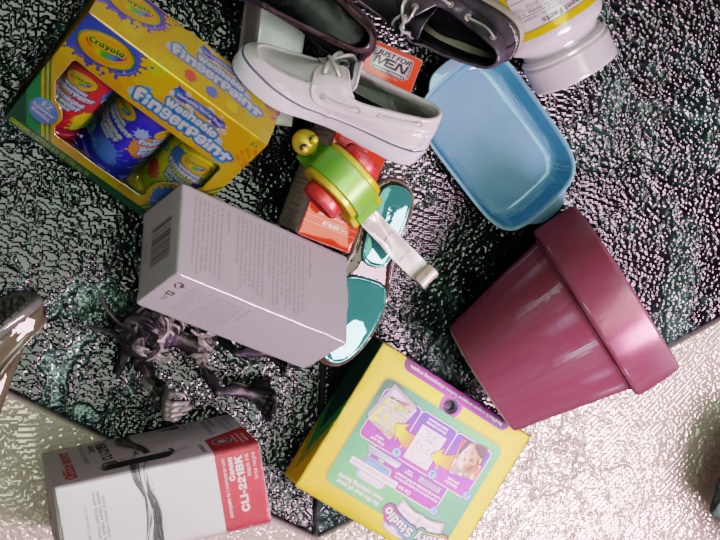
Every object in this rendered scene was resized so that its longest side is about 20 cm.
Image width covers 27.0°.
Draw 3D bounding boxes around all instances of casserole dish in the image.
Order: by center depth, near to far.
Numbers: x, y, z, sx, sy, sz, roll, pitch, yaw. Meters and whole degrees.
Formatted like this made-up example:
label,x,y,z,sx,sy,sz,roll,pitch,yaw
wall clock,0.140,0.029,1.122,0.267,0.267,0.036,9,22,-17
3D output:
label,x,y,z,sx,sy,sz,roll,pitch,yaw
casserole dish,0.138,-0.135,1.565,0.121,0.039,0.200,-41,107,-8

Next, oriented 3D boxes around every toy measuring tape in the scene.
label,x,y,z,sx,sy,sz,roll,pitch,yaw
toy measuring tape,0.008,-0.057,1.413,0.074,0.074,0.200,-45,104,-7

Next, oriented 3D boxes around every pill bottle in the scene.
label,x,y,z,sx,sy,sz,roll,pitch,yaw
pill bottle,0.173,-0.287,1.515,0.114,0.114,0.201,-32,106,-10

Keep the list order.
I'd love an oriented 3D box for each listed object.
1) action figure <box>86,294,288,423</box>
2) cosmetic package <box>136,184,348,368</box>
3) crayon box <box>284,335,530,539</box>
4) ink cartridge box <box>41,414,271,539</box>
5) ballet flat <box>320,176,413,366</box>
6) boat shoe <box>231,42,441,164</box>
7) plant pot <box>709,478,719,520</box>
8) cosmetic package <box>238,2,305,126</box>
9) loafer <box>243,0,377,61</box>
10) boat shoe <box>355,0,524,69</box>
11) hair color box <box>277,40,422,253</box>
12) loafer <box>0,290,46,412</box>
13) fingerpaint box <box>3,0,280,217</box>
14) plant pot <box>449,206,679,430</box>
label,x,y,z,sx,sy,sz,roll,pitch,yaw
action figure,-0.166,0.080,1.471,0.199,0.102,0.120,17,104,-19
cosmetic package,-0.109,0.008,1.425,0.199,0.071,0.102,24,51,-33
crayon box,0.050,0.193,1.572,0.199,0.058,0.173,33,88,-18
ink cartridge box,-0.202,0.211,1.454,0.199,0.144,0.084,-12,99,-15
ballet flat,0.000,0.000,1.526,0.068,0.067,0.201,24,91,-23
boat shoe,-0.019,-0.171,1.388,0.199,0.074,0.065,22,130,-13
plant pot,0.468,0.242,1.648,0.134,0.200,0.201,26,89,9
cosmetic package,-0.083,-0.244,1.461,0.050,0.083,0.201,7,96,-16
loafer,-0.065,-0.263,1.385,0.199,0.063,0.072,35,90,-11
boat shoe,0.063,-0.256,1.475,0.199,0.063,0.073,26,131,7
hair color box,-0.012,-0.125,1.488,0.061,0.101,0.201,20,92,-16
loafer,-0.367,0.104,1.435,0.200,0.075,0.070,-46,119,-1
fingerpaint box,-0.202,-0.148,1.395,0.200,0.074,0.167,36,130,-18
plant pot,0.198,0.063,1.541,0.178,0.200,0.201,-32,106,6
